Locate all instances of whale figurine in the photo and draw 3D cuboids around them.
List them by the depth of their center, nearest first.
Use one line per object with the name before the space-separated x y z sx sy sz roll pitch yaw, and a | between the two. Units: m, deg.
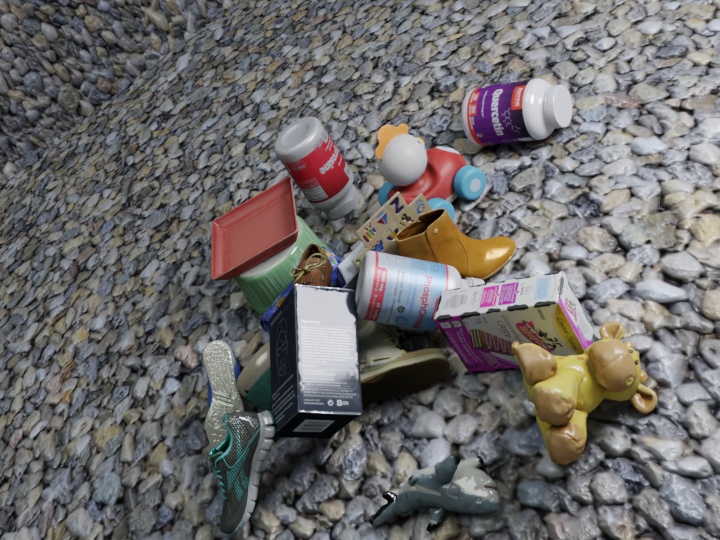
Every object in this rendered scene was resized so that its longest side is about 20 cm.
whale figurine | -0.122 0.165 1.568 0.199 0.104 0.160 -38 -9 -40

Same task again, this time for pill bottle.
pill bottle | 0.094 0.039 1.434 0.196 0.110 0.110 10 42 -5
pill bottle | 0.297 -0.302 1.717 0.197 0.113 0.113 0 48 41
pill bottle | -0.084 -0.206 1.858 0.111 0.201 0.113 -22 37 18

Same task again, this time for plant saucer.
plant saucer | -0.205 -0.077 1.784 0.197 0.037 0.202 -29 37 12

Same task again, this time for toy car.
toy car | 0.103 -0.202 1.693 0.177 0.201 0.184 -44 36 -12

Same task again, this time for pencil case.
pencil case | -0.103 0.049 1.687 0.201 0.078 0.086 -52 25 -20

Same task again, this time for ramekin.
ramekin | -0.166 -0.019 1.802 0.197 0.098 0.202 -23 37 19

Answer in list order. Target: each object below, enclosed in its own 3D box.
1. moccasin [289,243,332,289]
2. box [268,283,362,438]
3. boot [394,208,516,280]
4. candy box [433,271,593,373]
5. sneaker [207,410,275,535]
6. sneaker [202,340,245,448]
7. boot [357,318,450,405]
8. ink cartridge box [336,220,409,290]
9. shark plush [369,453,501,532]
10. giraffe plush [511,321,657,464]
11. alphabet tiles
moccasin | -0.085 0.008 1.563 0.072 0.079 0.202 -20 21 17
box | -0.074 0.146 1.417 0.149 0.105 0.204 133 138 -59
boot | 0.161 -0.047 1.494 0.198 0.146 0.071 -25 39 -5
candy box | 0.225 0.081 1.320 0.197 0.137 0.062 -11 43 32
sneaker | -0.201 0.310 1.410 0.077 0.090 0.204 -163 88 -69
sneaker | -0.237 0.234 1.607 0.075 0.111 0.204 -12 72 1
boot | 0.056 0.125 1.467 0.197 0.072 0.157 -21 41 27
ink cartridge box | 0.000 0.000 1.581 0.041 0.200 0.200 42 76 9
shark plush | 0.093 0.315 1.232 0.197 0.091 0.085 -21 67 14
giraffe plush | 0.302 0.148 1.191 0.159 0.176 0.200 -20 4 5
alphabet tiles | 0.076 -0.026 1.514 0.166 0.201 0.006 -44 33 -12
